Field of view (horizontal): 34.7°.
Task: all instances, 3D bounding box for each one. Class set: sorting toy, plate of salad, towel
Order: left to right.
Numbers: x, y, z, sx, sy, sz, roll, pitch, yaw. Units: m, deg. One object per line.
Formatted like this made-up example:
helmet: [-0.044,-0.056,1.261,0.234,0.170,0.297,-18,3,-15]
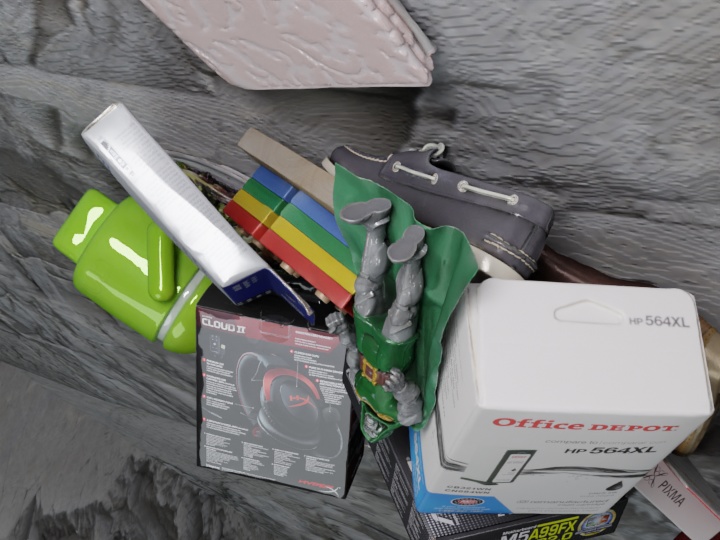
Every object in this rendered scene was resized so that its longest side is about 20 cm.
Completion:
plate of salad: [-0.120,-0.042,1.037,0.199,0.048,0.200,24,160,9]
towel: [-0.074,-0.175,0.658,0.190,0.032,0.200,8,153,43]
sorting toy: [0.000,0.000,0.850,0.200,0.070,0.199,40,178,-31]

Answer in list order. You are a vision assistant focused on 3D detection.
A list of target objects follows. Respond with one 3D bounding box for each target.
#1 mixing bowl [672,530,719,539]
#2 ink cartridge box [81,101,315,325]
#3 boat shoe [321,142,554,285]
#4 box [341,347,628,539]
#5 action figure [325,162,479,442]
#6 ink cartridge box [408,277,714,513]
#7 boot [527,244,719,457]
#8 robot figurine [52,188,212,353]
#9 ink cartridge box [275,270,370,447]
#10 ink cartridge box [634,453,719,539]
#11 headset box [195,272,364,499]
mixing bowl: [0.391,0.311,1.165,0.199,0.109,0.200,24,161,9]
ink cartridge box: [-0.115,-0.023,0.873,0.200,0.041,0.200,47,175,3]
boat shoe: [0.050,-0.049,0.767,0.073,0.063,0.200,34,-179,-44]
box: [0.091,0.129,0.899,0.159,0.200,0.044,-7,133,-18]
action figure: [0.016,0.042,0.721,0.118,0.055,0.201,42,149,34]
ink cartridge box: [0.119,0.090,0.751,0.145,0.085,0.200,2,152,-7]
boot: [0.196,0.056,0.864,0.166,0.072,0.200,31,163,22]
robot figurine: [-0.201,0.004,1.142,0.200,0.116,0.175,35,171,0]
ink cartridge box: [-0.023,0.092,1.144,0.199,0.117,0.067,27,162,0]
ink cartridge box: [0.257,0.178,0.968,0.200,0.045,0.176,41,-168,-35]
headset box: [-0.068,0.093,1.038,0.148,0.075,0.201,10,121,11]
